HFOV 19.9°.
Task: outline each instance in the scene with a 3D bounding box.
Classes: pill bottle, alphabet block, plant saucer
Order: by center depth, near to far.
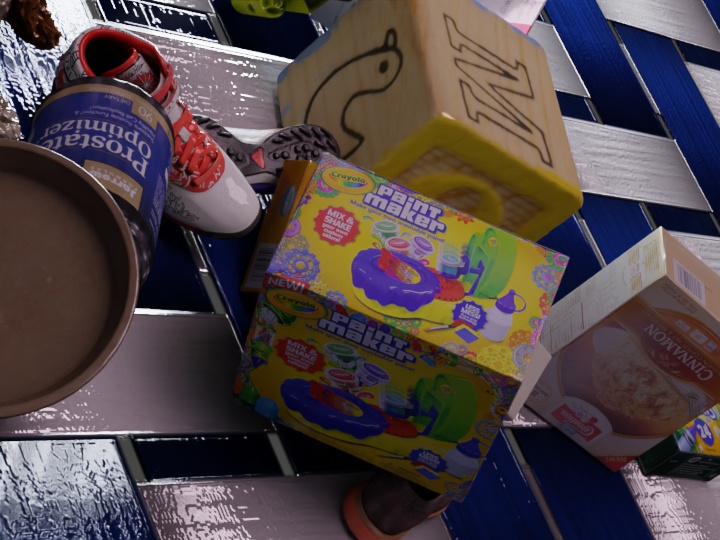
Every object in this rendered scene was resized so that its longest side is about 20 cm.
[{"bbox_3d":[-0.246,0.007,1.358,0.198,0.030,0.202,3,65,-7],"label":"plant saucer"},{"bbox_3d":[-0.200,-0.041,1.490,0.112,0.112,0.201,37,33,-25],"label":"pill bottle"},{"bbox_3d":[0.060,-0.119,1.852,0.196,0.195,0.201,26,38,-35],"label":"alphabet block"}]

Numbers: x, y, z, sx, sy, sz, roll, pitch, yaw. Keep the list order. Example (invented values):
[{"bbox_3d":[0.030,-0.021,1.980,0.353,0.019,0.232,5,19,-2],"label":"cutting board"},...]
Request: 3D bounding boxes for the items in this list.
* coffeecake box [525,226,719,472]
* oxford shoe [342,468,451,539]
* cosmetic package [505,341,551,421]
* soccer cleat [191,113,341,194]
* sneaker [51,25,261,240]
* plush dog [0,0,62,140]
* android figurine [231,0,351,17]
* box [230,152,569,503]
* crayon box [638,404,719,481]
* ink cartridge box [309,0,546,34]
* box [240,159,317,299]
[{"bbox_3d":[0.257,0.077,1.908,0.153,0.200,0.073,37,33,-24],"label":"coffeecake box"},{"bbox_3d":[0.059,0.162,1.672,0.071,0.072,0.200,51,30,-2],"label":"oxford shoe"},{"bbox_3d":[0.056,0.033,1.693,0.200,0.103,0.073,48,63,-29],"label":"cosmetic package"},{"bbox_3d":[-0.114,-0.090,1.721,0.199,0.073,0.069,-2,77,-35],"label":"soccer cleat"},{"bbox_3d":[-0.154,-0.108,1.598,0.201,0.108,0.067,41,66,-1],"label":"sneaker"},{"bbox_3d":[-0.308,-0.166,1.409,0.199,0.172,0.161,3,56,-52],"label":"plush dog"},{"bbox_3d":[-0.040,-0.291,1.914,0.200,0.182,0.041,23,-34,57],"label":"android figurine"},{"bbox_3d":[0.026,0.045,1.539,0.199,0.193,0.122,23,55,3],"label":"box"},{"bbox_3d":[0.301,0.111,2.082,0.125,0.051,0.201,11,49,-49],"label":"crayon box"},{"bbox_3d":[0.071,-0.271,2.029,0.199,0.084,0.145,31,61,-2],"label":"ink cartridge box"},{"bbox_3d":[0.000,0.000,1.735,0.199,0.041,0.120,27,76,-35],"label":"box"}]
